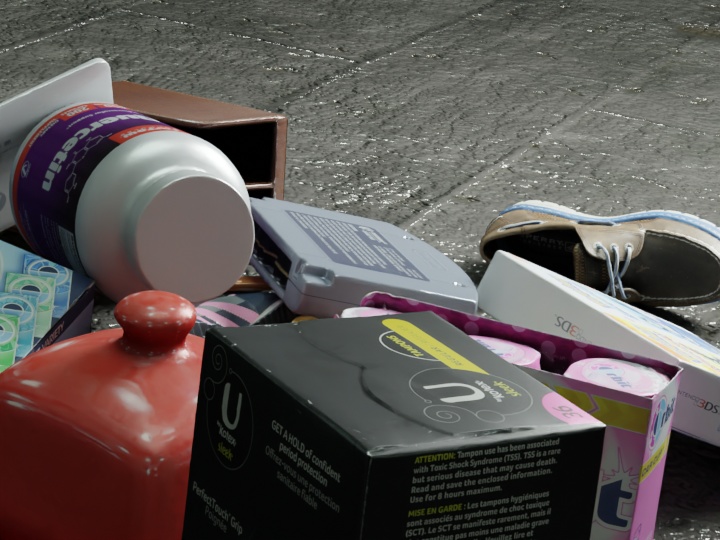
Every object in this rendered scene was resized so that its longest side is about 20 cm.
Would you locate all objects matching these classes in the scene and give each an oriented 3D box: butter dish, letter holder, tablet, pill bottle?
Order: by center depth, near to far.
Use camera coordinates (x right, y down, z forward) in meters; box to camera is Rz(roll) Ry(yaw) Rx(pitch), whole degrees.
[{"bbox_3d":[-0.113,0.083,1.331,0.199,0.149,0.199,20,21,35],"label":"butter dish"},{"bbox_3d":[-0.139,-0.038,1.565,0.112,0.113,0.200,-2,11,-26],"label":"pill bottle"},{"bbox_3d":[-0.248,-0.058,1.649,0.199,0.131,0.014,-27,61,-19],"label":"tablet"},{"bbox_3d":[-0.169,-0.071,1.795,0.141,0.101,0.199,-6,14,-40],"label":"letter holder"}]

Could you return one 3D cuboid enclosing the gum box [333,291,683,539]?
[{"bbox_3d":[0.071,0.092,1.430,0.199,0.114,0.066,14,19,19],"label":"gum box"}]

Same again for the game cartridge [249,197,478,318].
[{"bbox_3d":[0.000,0.000,1.626,0.132,0.041,0.200,7,13,-17],"label":"game cartridge"}]

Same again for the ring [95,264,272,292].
[{"bbox_3d":[-0.102,0.005,1.721,0.199,0.019,0.200,2,7,0],"label":"ring"}]

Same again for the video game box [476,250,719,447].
[{"bbox_3d":[0.192,0.063,1.584,0.181,0.047,0.200,19,9,-37],"label":"video game box"}]

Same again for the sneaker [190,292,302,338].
[{"bbox_3d":[-0.107,0.057,1.564,0.082,0.071,0.199,0,7,33],"label":"sneaker"}]

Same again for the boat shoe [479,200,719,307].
[{"bbox_3d":[0.180,-0.003,1.846,0.199,0.073,0.072,6,20,29],"label":"boat shoe"}]

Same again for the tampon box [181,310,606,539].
[{"bbox_3d":[0.007,0.138,1.129,0.125,0.202,0.150,-4,22,-32],"label":"tampon box"}]

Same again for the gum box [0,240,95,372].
[{"bbox_3d":[-0.282,0.029,1.474,0.199,0.045,0.170,21,38,14],"label":"gum box"}]

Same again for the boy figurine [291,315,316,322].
[{"bbox_3d":[0.041,0.077,1.547,0.199,0.065,0.124,16,22,13],"label":"boy figurine"}]
